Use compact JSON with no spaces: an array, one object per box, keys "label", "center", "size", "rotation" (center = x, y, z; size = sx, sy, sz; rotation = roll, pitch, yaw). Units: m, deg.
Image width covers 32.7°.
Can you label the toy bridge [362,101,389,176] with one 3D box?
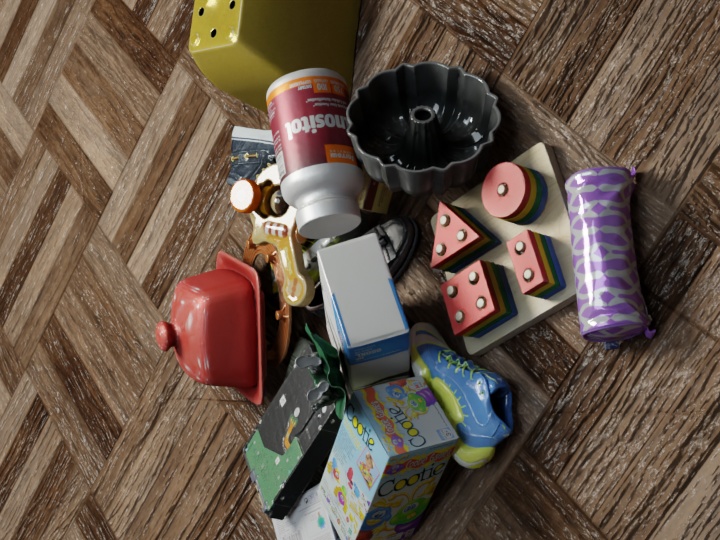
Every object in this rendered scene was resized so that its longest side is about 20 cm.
[{"label":"toy bridge","center":[-0.017,-0.150,1.681],"size":[0.201,0.027,0.068],"rotation":[-54,52,25]}]

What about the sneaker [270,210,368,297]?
[{"label":"sneaker","center":[-0.070,-0.040,1.752],"size":[0.199,0.074,0.086],"rotation":[-38,62,34]}]

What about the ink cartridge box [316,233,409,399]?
[{"label":"ink cartridge box","center":[0.006,0.073,1.568],"size":[0.083,0.201,0.146],"rotation":[-15,60,-6]}]

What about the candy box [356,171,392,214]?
[{"label":"candy box","center":[-0.029,-0.161,1.754],"size":[0.199,0.055,0.117],"rotation":[22,98,44]}]

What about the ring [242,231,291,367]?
[{"label":"ring","center":[-0.144,0.041,1.797],"size":[0.200,0.019,0.204],"rotation":[173,90,-66]}]

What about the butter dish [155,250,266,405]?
[{"label":"butter dish","center":[-0.227,0.087,1.793],"size":[0.199,0.146,0.204],"rotation":[-156,62,-64]}]

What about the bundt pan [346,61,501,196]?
[{"label":"bundt pan","center":[0.082,-0.173,1.574],"size":[0.203,0.200,0.076],"rotation":[54,162,37]}]

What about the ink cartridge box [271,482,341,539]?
[{"label":"ink cartridge box","center":[-0.052,0.401,1.657],"size":[0.119,0.042,0.203],"rotation":[-33,64,41]}]

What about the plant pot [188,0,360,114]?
[{"label":"plant pot","center":[-0.139,-0.354,1.805],"size":[0.192,0.198,0.199],"rotation":[1,83,45]}]

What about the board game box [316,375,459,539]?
[{"label":"board game box","center":[0.030,0.243,1.527],"size":[0.105,0.102,0.202],"rotation":[58,145,35]}]

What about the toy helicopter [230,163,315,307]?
[{"label":"toy helicopter","center":[-0.093,-0.051,1.683],"size":[0.131,0.078,0.203],"rotation":[-22,75,31]}]

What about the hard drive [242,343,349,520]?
[{"label":"hard drive","center":[-0.088,0.221,1.682],"size":[0.201,0.037,0.140],"rotation":[-58,33,20]}]

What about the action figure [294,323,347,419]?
[{"label":"action figure","center":[-0.044,0.132,1.524],"size":[0.054,0.200,0.120],"rotation":[-18,82,2]}]

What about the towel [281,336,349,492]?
[{"label":"towel","center":[-0.052,0.216,1.722],"size":[0.199,0.034,0.195],"rotation":[33,108,42]}]

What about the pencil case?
[{"label":"pencil case","center":[0.282,-0.017,1.394],"size":[0.084,0.084,0.204],"rotation":[-6,77,8]}]

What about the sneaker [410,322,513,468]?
[{"label":"sneaker","center":[0.134,0.137,1.520],"size":[0.105,0.075,0.202],"rotation":[-38,64,30]}]

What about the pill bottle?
[{"label":"pill bottle","center":[-0.056,-0.151,1.611],"size":[0.112,0.112,0.203],"rotation":[-25,68,39]}]

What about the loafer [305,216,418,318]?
[{"label":"loafer","center":[0.000,0.000,1.685],"size":[0.200,0.062,0.072],"rotation":[-46,53,29]}]

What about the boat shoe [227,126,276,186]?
[{"label":"boat shoe","center":[-0.123,-0.153,1.766],"size":[0.199,0.070,0.093],"rotation":[14,96,52]}]

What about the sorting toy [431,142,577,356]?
[{"label":"sorting toy","center":[0.169,-0.029,1.517],"size":[0.199,0.069,0.202],"rotation":[-34,59,36]}]
